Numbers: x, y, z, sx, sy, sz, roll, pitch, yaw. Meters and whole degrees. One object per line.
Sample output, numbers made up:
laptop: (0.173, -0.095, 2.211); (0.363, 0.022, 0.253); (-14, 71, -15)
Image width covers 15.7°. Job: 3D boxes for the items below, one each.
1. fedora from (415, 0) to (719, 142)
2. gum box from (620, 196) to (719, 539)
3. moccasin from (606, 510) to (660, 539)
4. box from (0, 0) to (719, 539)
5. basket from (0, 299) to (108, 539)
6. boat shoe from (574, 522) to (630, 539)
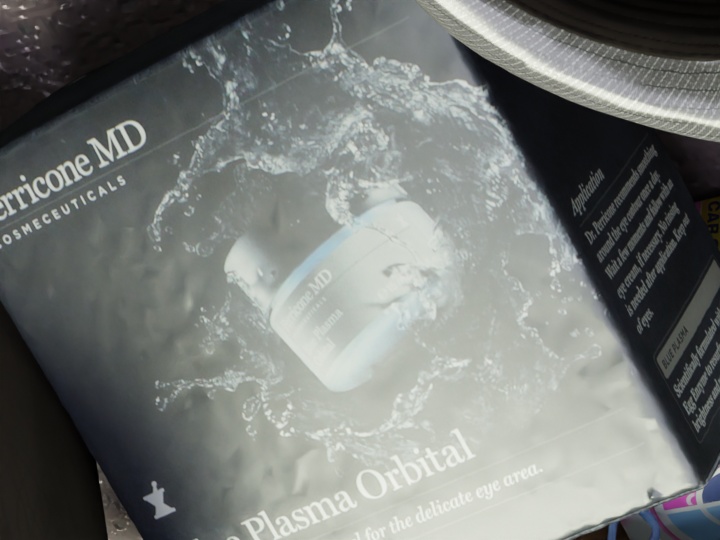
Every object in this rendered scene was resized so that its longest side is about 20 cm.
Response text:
fedora: (0.087, -0.135, 0.720); (0.199, 0.091, 0.178); (20, 131, 3)
gum box: (0.155, 0.066, 0.990); (0.113, 0.066, 0.201); (-14, 130, 21)
moccasin: (0.075, 0.136, 0.967); (0.199, 0.080, 0.069); (-21, 97, 28)
box: (0.000, 0.000, 0.874); (0.196, 0.117, 0.201); (-25, 100, 27)
basket: (-0.162, 0.076, 0.892); (0.179, 0.201, 0.136); (-9, 151, 11)
boat shoe: (0.037, 0.136, 1.080); (0.199, 0.076, 0.072); (-14, 95, 31)
